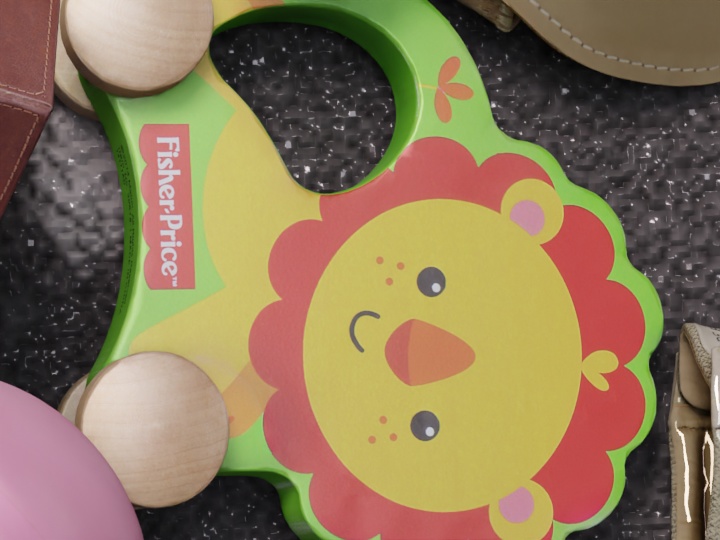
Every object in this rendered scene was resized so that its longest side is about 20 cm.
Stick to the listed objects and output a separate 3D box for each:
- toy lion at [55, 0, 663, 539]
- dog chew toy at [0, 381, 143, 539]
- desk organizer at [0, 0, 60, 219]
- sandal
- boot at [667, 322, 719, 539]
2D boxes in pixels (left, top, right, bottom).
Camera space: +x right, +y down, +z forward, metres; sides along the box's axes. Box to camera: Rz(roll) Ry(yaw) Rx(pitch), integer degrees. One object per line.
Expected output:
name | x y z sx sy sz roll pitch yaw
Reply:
toy lion | 0.000 0.000 0.923 0.191 0.069 0.201 -2 84 -15
dog chew toy | -0.149 0.117 0.817 0.125 0.125 0.200 46 51 -1
desk organizer | -0.130 -0.100 0.849 0.077 0.072 0.200 16 43 -17
sandal | 0.040 -0.119 0.930 0.211 0.070 0.078 13 105 -35
boot | 0.179 0.025 0.936 0.154 0.072 0.201 9 83 -4
